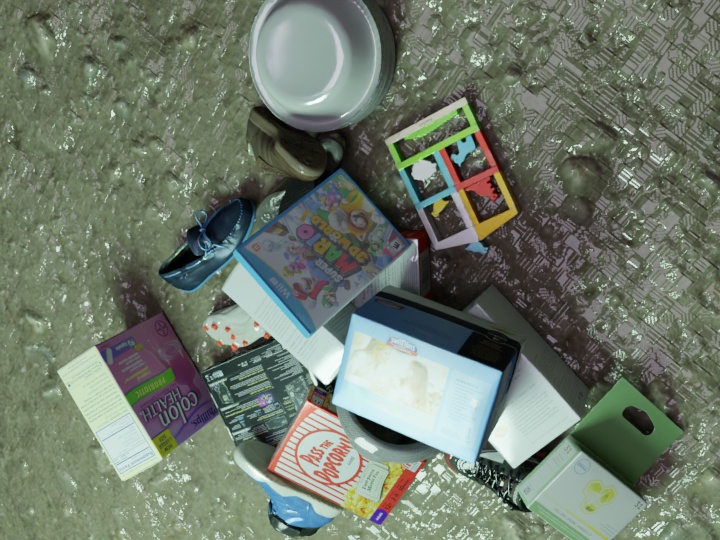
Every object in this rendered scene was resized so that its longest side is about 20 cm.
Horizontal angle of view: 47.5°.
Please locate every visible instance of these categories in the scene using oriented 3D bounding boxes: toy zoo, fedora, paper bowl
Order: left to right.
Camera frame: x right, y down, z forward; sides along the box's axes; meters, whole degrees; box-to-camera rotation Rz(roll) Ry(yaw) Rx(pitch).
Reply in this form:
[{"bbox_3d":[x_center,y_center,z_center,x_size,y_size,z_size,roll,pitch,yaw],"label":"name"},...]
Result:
[{"bbox_3d":[-0.060,-0.289,1.103,0.198,0.104,0.203,5,105,20],"label":"paper bowl"},{"bbox_3d":[0.052,0.200,1.163,0.177,0.199,0.091,42,142,17],"label":"fedora"},{"bbox_3d":[0.131,-0.116,1.115,0.130,0.020,0.202,-25,94,26],"label":"toy zoo"}]

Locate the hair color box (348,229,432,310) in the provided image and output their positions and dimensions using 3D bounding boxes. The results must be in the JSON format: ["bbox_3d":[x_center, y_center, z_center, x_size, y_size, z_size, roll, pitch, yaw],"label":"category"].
[{"bbox_3d":[0.000,0.000,1.177,0.198,0.064,0.112,2,105,21],"label":"hair color box"}]

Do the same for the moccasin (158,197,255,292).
[{"bbox_3d":[-0.236,-0.036,1.246,0.200,0.068,0.081,-47,43,24],"label":"moccasin"}]

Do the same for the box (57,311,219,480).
[{"bbox_3d":[-0.347,0.195,1.308,0.096,0.176,0.201,-29,91,26],"label":"box"}]

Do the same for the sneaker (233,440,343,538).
[{"bbox_3d":[-0.133,0.355,1.296,0.199,0.077,0.111,32,116,-18],"label":"sneaker"}]

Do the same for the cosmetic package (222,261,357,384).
[{"bbox_3d":[-0.083,0.054,1.136,0.200,0.102,0.074,41,116,9],"label":"cosmetic package"}]

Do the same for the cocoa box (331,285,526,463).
[{"bbox_3d":[0.086,0.124,1.028,0.198,0.131,0.135,20,112,17],"label":"cocoa box"}]

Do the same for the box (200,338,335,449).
[{"bbox_3d":[-0.137,0.196,1.295,0.199,0.043,0.162,-24,94,26],"label":"box"}]

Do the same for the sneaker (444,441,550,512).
[{"bbox_3d":[0.207,0.286,1.148,0.198,0.098,0.072,12,110,20],"label":"sneaker"}]

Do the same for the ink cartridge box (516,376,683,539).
[{"bbox_3d":[0.320,0.257,1.059,0.145,0.048,0.200,38,101,-23],"label":"ink cartridge box"}]

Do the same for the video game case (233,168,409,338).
[{"bbox_3d":[-0.046,-0.027,1.057,0.143,0.200,0.018,48,150,2],"label":"video game case"}]

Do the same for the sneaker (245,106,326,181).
[{"bbox_3d":[-0.105,-0.158,1.140,0.200,0.070,0.076,52,132,48],"label":"sneaker"}]

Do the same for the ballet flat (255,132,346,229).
[{"bbox_3d":[-0.086,-0.127,1.194,0.067,0.047,0.200,33,122,-13],"label":"ballet flat"}]

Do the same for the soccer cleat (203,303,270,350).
[{"bbox_3d":[-0.168,0.072,1.269,0.199,0.078,0.069,-13,125,43],"label":"soccer cleat"}]

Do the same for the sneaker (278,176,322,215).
[{"bbox_3d":[-0.061,-0.047,1.126,0.074,0.088,0.202,-22,60,42],"label":"sneaker"}]

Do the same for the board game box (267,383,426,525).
[{"bbox_3d":[-0.020,0.279,1.232,0.199,0.046,0.152,27,118,-4],"label":"board game box"}]

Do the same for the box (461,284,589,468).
[{"bbox_3d":[0.194,0.142,1.114,0.200,0.097,0.124,48,116,4],"label":"box"}]
